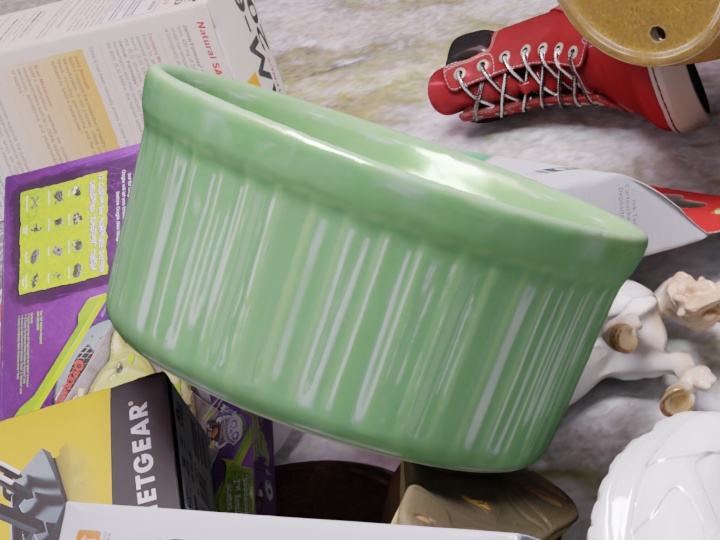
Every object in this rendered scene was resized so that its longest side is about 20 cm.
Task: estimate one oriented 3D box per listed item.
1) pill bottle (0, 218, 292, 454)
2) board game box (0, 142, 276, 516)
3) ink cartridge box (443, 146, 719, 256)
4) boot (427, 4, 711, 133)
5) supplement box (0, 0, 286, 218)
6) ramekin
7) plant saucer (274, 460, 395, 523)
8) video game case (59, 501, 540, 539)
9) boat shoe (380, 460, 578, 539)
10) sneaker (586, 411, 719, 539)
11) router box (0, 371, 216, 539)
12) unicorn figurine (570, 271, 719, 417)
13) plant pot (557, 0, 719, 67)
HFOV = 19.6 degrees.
[{"bbox_3d":[-0.131,0.037,1.002,0.199,0.117,0.116,6,37,38],"label":"pill bottle"},{"bbox_3d":[-0.098,0.038,0.894,0.119,0.032,0.202,-14,60,20],"label":"board game box"},{"bbox_3d":[0.086,-0.039,0.991,0.199,0.051,0.160,-16,18,-34],"label":"ink cartridge box"},{"bbox_3d":[0.111,-0.104,1.153,0.143,0.073,0.200,-20,19,4],"label":"boot"},{"bbox_3d":[-0.151,-0.100,1.265,0.198,0.127,0.074,-10,27,20],"label":"supplement box"},{"bbox_3d":[0.000,0.000,0.786,0.198,0.099,0.200,19,7,-3],"label":"ramekin"},{"bbox_3d":[-0.042,0.138,0.849,0.198,0.035,0.201,-16,28,8],"label":"plant saucer"},{"bbox_3d":[-0.034,0.176,0.635,0.180,0.045,0.202,-1,70,36],"label":"video game case"},{"bbox_3d":[0.033,0.108,0.760,0.072,0.068,0.200,27,12,4],"label":"boat shoe"},{"bbox_3d":[0.121,0.129,0.720,0.099,0.078,0.201,4,43,26],"label":"sneaker"},{"bbox_3d":[-0.127,0.151,0.778,0.156,0.052,0.201,-18,52,8],"label":"router box"},{"bbox_3d":[0.069,0.042,0.920,0.198,0.075,0.137,-7,17,-4],"label":"unicorn figurine"},{"bbox_3d":[0.172,-0.178,1.005,0.185,0.188,0.200,-1,28,34],"label":"plant pot"}]
